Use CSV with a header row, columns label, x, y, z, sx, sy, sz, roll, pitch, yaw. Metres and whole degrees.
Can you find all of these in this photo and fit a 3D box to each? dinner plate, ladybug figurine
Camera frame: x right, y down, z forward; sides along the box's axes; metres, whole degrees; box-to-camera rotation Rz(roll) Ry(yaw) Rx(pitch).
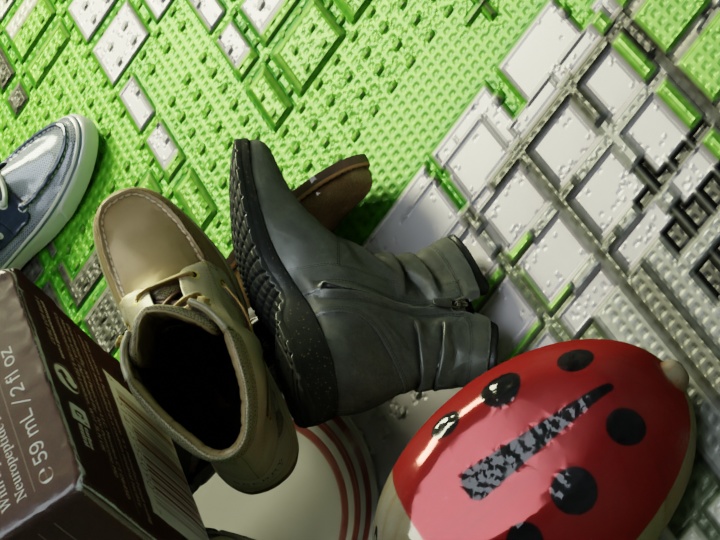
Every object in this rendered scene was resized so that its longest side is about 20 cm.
label,x,y,z,sx,sy,sz,roll,pitch,yaw
dinner plate,-0.080,0.158,1.204,0.198,0.024,0.202,-10,61,18
ladybug figurine,0.086,0.108,1.019,0.200,0.072,0.136,-41,60,3

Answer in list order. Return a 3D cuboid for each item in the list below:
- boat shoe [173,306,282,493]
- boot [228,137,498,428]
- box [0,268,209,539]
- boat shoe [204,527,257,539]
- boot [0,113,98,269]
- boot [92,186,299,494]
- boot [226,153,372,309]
label,x,y,z,sx,sy,sz,roll,pitch,yaw
boat shoe,-0.104,0.092,1.189,0.200,0.067,0.057,-46,-1,-7
boot,0.000,0.000,1.159,0.068,0.129,0.201,100,154,-55
box,-0.207,0.144,1.080,0.199,0.164,0.167,-34,49,6
boat shoe,-0.031,0.196,1.114,0.198,0.076,0.075,4,72,28
boot,-0.286,-0.047,1.488,0.200,0.090,0.073,-51,45,20
boot,-0.105,0.027,1.101,0.072,0.155,0.201,-27,77,1
boot,-0.051,0.009,1.255,0.200,0.073,0.076,-46,74,21
